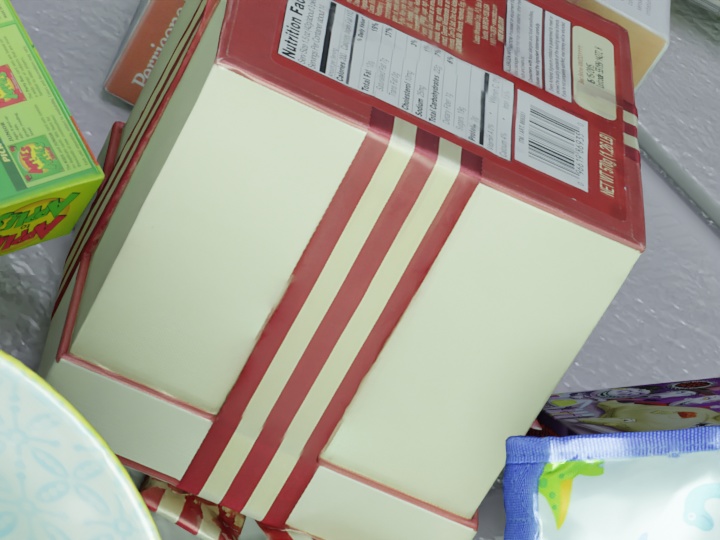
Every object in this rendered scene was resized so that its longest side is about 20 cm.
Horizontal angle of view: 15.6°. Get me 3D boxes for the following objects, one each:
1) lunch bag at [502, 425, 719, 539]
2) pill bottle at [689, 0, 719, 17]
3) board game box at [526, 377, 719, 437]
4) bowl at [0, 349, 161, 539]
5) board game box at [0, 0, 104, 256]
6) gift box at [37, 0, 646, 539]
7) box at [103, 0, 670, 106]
[{"bbox_3d":[0.143,0.130,0.820,0.199,0.127,0.171,-1,83,-14],"label":"lunch bag"},{"bbox_3d":[0.168,-0.228,1.499,0.199,0.113,0.113,26,31,-10],"label":"pill bottle"},{"bbox_3d":[0.139,0.067,0.994,0.119,0.032,0.200,-1,5,-9],"label":"board game box"},{"bbox_3d":[-0.154,0.109,0.698,0.199,0.201,0.108,20,-10,-21],"label":"bowl"},{"bbox_3d":[-0.187,-0.094,0.965,0.101,0.048,0.201,-20,73,-32],"label":"board game box"},{"bbox_3d":[0.000,0.000,0.942,0.199,0.187,0.185,27,31,-8],"label":"gift box"},{"bbox_3d":[0.014,-0.112,1.151,0.199,0.153,0.106,27,32,-9],"label":"box"}]
